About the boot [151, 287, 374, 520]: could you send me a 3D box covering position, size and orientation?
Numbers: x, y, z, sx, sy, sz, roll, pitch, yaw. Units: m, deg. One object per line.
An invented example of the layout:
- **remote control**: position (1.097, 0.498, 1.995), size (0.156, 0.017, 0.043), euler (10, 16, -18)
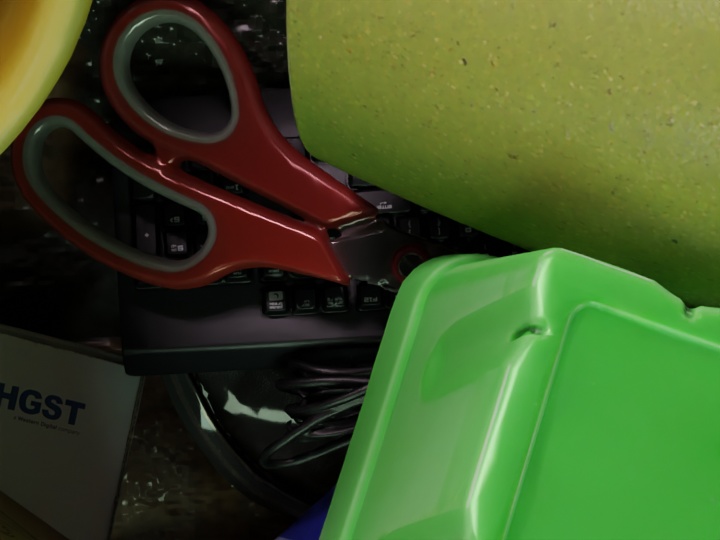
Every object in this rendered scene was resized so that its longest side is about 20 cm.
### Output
- **boot**: position (0.048, 0.017, 0.854), size (0.174, 0.069, 0.200), euler (-38, 113, 12)

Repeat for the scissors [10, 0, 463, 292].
- **scissors**: position (0.000, 0.000, 0.780), size (0.200, 0.014, 0.073), euler (33, 95, 7)

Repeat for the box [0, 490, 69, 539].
- **box**: position (-0.115, 0.052, 0.705), size (0.200, 0.163, 0.021), euler (39, 87, -20)

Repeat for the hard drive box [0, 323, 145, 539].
- **hard drive box**: position (-0.160, 0.105, 0.812), size (0.155, 0.201, 0.077), euler (16, 171, -26)

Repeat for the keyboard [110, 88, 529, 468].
- **keyboard**: position (0.033, -0.005, 0.797), size (0.199, 0.105, 0.040), euler (-4, 171, -1)

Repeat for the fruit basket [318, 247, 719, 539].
- **fruit basket**: position (0.083, 0.097, 0.716), size (0.214, 0.156, 0.216), euler (16, 161, 6)

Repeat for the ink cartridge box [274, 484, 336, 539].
- **ink cartridge box**: position (-0.007, 0.155, 0.806), size (0.200, 0.076, 0.137), euler (-41, 120, -24)

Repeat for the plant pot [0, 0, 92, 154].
- **plant pot**: position (-0.152, -0.127, 0.584), size (0.200, 0.190, 0.201), euler (-3, 137, -3)

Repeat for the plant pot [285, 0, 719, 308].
- **plant pot**: position (0.088, -0.068, 0.704), size (0.199, 0.188, 0.188), euler (5, 138, 10)
